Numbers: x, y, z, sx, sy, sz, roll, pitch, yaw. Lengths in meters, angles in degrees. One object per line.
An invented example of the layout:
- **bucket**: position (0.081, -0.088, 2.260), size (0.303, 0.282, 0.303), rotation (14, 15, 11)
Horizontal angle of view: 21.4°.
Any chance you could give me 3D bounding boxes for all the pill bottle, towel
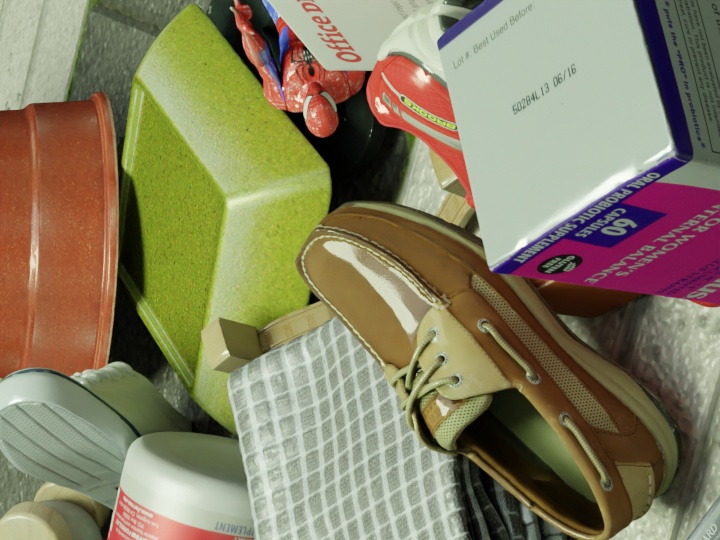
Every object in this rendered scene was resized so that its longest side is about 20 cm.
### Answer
- **pill bottle**: position (-0.098, 0.202, 1.079), size (0.112, 0.112, 0.202), rotation (24, 103, 51)
- **towel**: position (0.016, 0.107, 0.969), size (0.165, 0.085, 0.202), rotation (-37, 56, 42)

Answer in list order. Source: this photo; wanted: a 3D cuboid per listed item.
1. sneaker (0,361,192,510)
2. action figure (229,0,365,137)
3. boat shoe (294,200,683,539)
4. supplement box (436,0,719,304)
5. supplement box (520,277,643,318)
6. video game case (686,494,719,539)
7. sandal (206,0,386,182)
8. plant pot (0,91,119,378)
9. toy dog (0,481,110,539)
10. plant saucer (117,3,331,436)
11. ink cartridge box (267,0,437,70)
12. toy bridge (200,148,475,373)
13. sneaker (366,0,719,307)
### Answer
- **sneaker**: position (-0.157, 0.088, 1.122), size (0.072, 0.200, 0.071), rotation (-11, 64, 14)
- **action figure**: position (-0.040, -0.167, 1.058), size (0.099, 0.065, 0.201), rotation (74, -178, -56)
- **boat shoe**: position (0.053, 0.046, 0.860), size (0.199, 0.074, 0.076), rotation (36, 133, 9)
- **supplement box**: position (0.143, -0.053, 0.736), size (0.101, 0.199, 0.104), rotation (-34, 59, 45)
- **supplement box**: position (0.092, -0.083, 0.918), size (0.069, 0.066, 0.202), rotation (-30, 60, 48)
- **video game case**: position (0.186, 0.191, 0.788), size (0.143, 0.019, 0.200), rotation (-59, 44, 28)
- **sandal**: position (-0.052, -0.112, 1.124), size (0.200, 0.048, 0.076), rotation (43, 118, 47)
- **plant pot**: position (-0.263, -0.017, 1.214), size (0.201, 0.193, 0.203), rotation (-179, 90, -75)
- **toy dog**: position (-0.220, 0.221, 1.256), size (0.096, 0.132, 0.200), rotation (44, 133, 2)
- **plant saucer**: position (-0.095, -0.024, 1.125), size (0.200, 0.048, 0.201), rotation (52, 139, 43)
- **ink cartridge box**: position (0.061, -0.178, 0.827), size (0.198, 0.147, 0.147), rotation (2, 75, 19)
- **toy bridge**: position (0.000, 0.000, 1.018), size (0.200, 0.067, 0.027), rotation (-38, 56, 29)
- **sneaker**: position (0.088, -0.046, 0.819), size (0.085, 0.199, 0.077), rotation (-33, 30, 45)
